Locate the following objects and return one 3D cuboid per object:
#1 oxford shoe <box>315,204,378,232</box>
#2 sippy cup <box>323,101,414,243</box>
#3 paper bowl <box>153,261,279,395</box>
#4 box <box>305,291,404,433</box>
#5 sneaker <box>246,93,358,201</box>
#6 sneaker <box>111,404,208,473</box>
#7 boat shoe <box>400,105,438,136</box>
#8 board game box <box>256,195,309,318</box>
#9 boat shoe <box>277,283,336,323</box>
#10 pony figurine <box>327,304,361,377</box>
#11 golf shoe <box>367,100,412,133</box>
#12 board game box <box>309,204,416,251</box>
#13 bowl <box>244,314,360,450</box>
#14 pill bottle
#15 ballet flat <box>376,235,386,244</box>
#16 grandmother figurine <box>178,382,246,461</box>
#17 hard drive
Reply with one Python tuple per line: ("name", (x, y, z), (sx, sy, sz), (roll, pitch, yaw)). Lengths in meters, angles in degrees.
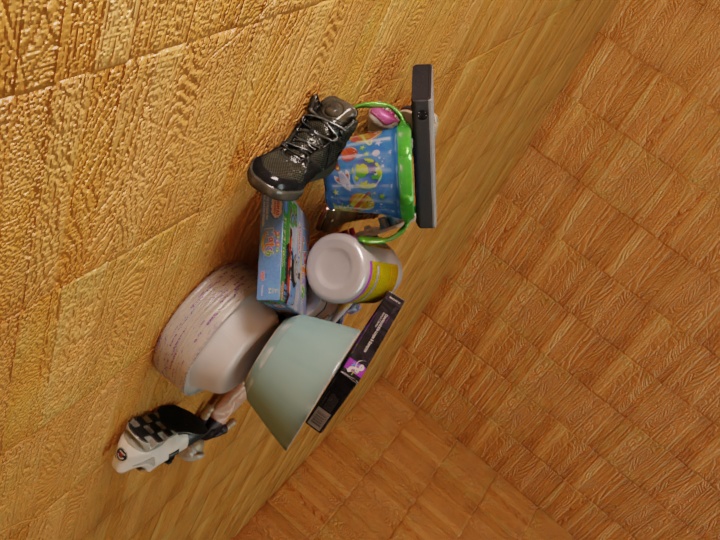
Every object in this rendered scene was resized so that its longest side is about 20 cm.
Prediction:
("oxford shoe", (-0.001, -0.117, 1.345), (0.200, 0.073, 0.071), (-44, 166, -39))
("sippy cup", (0.012, -0.140, 1.130), (0.140, 0.128, 0.181), (76, 12, -67))
("paper bowl", (-0.195, 0.095, 1.135), (0.201, 0.104, 0.201), (-51, 169, -14))
("box", (-0.007, 0.139, 1.209), (0.144, 0.036, 0.200), (-58, 177, 41))
("sneaker", (-0.068, -0.156, 0.960), (0.115, 0.076, 0.199), (-61, 169, 30))
("sneaker", (-0.323, 0.272, 1.246), (0.089, 0.074, 0.199), (-55, 159, 12))
("boat shoe", (0.106, -0.252, 1.363), (0.062, 0.071, 0.200), (-40, 173, -2))
("board game box", (-0.106, -0.019, 1.111), (0.200, 0.036, 0.154), (63, 28, -79))
("boat shoe", (-0.125, 0.096, 1.250), (0.198, 0.074, 0.065), (-29, 145, 19))
("pony figurine", (-0.087, 0.115, 1.592), (0.201, 0.167, 0.193), (-50, 137, 4))
("golf shoe", (0.038, -0.205, 1.248), (0.092, 0.075, 0.200), (-50, 168, 4))
("board game box", (0.012, -0.072, 1.386), (0.198, 0.026, 0.200), (-19, -176, 24))
("bowl", (-0.094, 0.144, 1.129), (0.202, 0.104, 0.201), (-57, 178, -3))
("pill bottle", (0.000, 0.000, 1.239), (0.105, 0.104, 0.199), (-54, 159, 12))
("ballet flat", (-0.024, 0.021, 1.367), (0.200, 0.047, 0.067), (-47, -151, -14))
("grandmother figurine", (-0.278, 0.285, 1.510), (0.200, 0.060, 0.121), (-49, 141, -6))
("hard drive", (0.095, -0.184, 1.166), (0.140, 0.032, 0.203), (-83, 170, -56))
